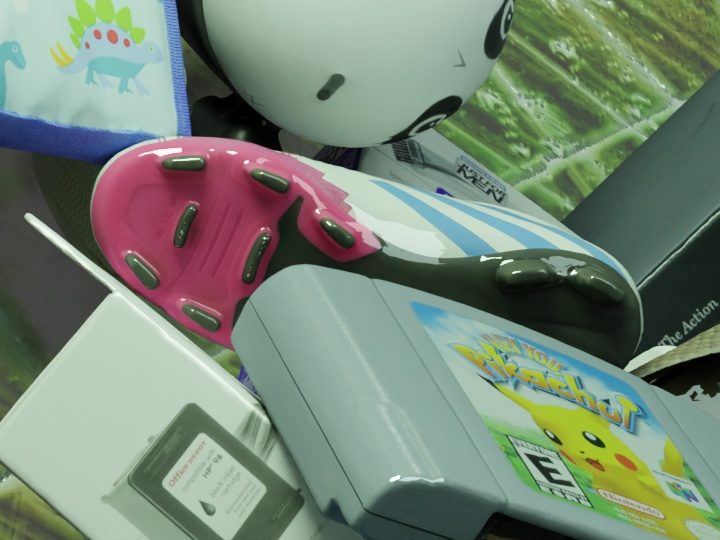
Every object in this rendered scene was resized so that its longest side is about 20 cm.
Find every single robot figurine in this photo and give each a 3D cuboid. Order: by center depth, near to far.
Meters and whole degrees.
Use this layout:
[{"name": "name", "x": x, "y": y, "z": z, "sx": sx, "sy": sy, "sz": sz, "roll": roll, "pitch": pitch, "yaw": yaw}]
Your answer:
[{"name": "robot figurine", "x": -0.013, "y": -0.119, "z": 1.140, "sx": 0.125, "sy": 0.151, "sz": 0.200, "roll": -12, "pitch": 19, "yaw": -12}]

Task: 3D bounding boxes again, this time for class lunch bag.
[{"name": "lunch bag", "x": -0.163, "y": -0.114, "z": 1.017, "sx": 0.170, "sy": 0.128, "sz": 0.200, "roll": 6, "pitch": 39, "yaw": -46}]

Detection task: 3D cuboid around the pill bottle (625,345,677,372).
[{"name": "pill bottle", "x": 0.156, "y": 0.131, "z": 1.125, "sx": 0.200, "sy": 0.112, "sz": 0.112, "roll": 41, "pitch": 32, "yaw": -7}]

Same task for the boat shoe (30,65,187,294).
[{"name": "boat shoe", "x": -0.089, "y": -0.074, "z": 1.109, "sx": 0.068, "sy": 0.072, "sz": 0.200, "roll": 13, "pitch": 41, "yaw": -40}]

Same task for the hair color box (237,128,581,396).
[{"name": "hair color box", "x": 0.018, "y": 0.032, "z": 1.124, "sx": 0.109, "sy": 0.065, "sz": 0.200, "roll": 35, "pitch": 35, "yaw": -15}]

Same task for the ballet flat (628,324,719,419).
[{"name": "ballet flat", "x": 0.101, "y": 0.062, "z": 1.031, "sx": 0.200, "sy": 0.046, "sz": 0.067, "roll": -27, "pitch": 74, "yaw": -30}]

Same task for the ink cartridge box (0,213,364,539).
[{"name": "ink cartridge box", "x": -0.040, "y": 0.077, "z": 0.935, "sx": 0.200, "sy": 0.067, "sz": 0.116, "roll": 39, "pitch": -3, "yaw": 19}]

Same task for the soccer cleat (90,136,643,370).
[{"name": "soccer cleat", "x": 0.000, "y": 0.000, "z": 1.036, "sx": 0.200, "sy": 0.070, "sz": 0.086, "roll": 16, "pitch": 8, "yaw": -11}]

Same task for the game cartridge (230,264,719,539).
[{"name": "game cartridge", "x": 0.060, "y": 0.062, "z": 0.919, "sx": 0.200, "sy": 0.041, "sz": 0.133, "roll": 21, "pitch": 18, "yaw": -32}]

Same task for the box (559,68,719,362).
[{"name": "box", "x": 0.191, "y": 0.027, "z": 1.202, "sx": 0.200, "sy": 0.197, "sz": 0.118, "roll": 36, "pitch": 32, "yaw": -15}]
